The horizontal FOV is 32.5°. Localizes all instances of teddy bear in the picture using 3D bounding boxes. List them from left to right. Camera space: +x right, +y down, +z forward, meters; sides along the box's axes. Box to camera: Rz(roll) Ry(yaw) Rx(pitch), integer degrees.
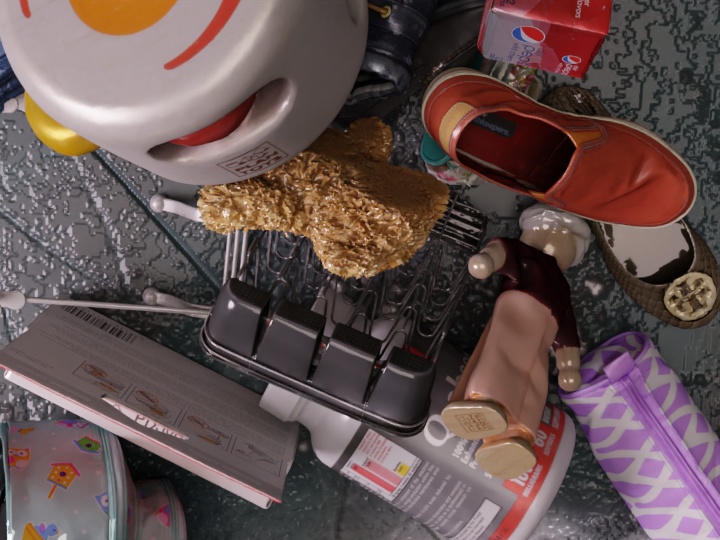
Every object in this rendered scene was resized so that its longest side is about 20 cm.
[{"bbox_3d":[-0.041,-0.060,0.772,0.198,0.145,0.067,24,125,9],"label":"teddy bear"}]

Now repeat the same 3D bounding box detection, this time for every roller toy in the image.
[{"bbox_3d":[-0.093,-0.143,0.684,0.181,0.140,0.202,23,88,20],"label":"roller toy"}]

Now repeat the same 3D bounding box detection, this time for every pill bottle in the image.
[{"bbox_3d":[0.037,0.102,0.848,0.199,0.116,0.117,30,98,-2],"label":"pill bottle"}]

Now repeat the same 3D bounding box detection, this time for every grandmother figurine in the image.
[{"bbox_3d":[0.107,0.028,0.812,0.060,0.201,0.122,-7,131,34],"label":"grandmother figurine"}]

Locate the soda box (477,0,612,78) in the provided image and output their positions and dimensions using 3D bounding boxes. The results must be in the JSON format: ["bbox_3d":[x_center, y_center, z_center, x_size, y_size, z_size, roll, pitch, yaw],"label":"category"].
[{"bbox_3d":[0.120,-0.220,0.720,0.069,0.063,0.203,11,76,0],"label":"soda box"}]

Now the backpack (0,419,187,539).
[{"bbox_3d":[-0.194,0.201,0.841,0.151,0.176,0.203,-6,102,-14],"label":"backpack"}]

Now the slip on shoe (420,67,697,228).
[{"bbox_3d":[0.131,-0.068,0.791,0.198,0.061,0.075,20,119,-20],"label":"slip on shoe"}]

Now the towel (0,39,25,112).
[{"bbox_3d":[-0.254,-0.194,0.787,0.111,0.049,0.200,-37,66,-13],"label":"towel"}]

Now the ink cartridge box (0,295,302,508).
[{"bbox_3d":[-0.139,0.096,0.820,0.198,0.176,0.045,27,101,-3],"label":"ink cartridge box"}]

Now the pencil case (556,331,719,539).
[{"bbox_3d":[0.219,0.139,0.870,0.084,0.086,0.201,-37,96,4],"label":"pencil case"}]

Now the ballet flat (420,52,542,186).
[{"bbox_3d":[0.104,-0.149,0.842,0.063,0.076,0.202,17,105,-33],"label":"ballet flat"}]

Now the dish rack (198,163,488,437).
[{"bbox_3d":[0.000,0.000,0.809,0.152,0.201,0.055,23,132,3],"label":"dish rack"}]

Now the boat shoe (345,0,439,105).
[{"bbox_3d":[-0.041,-0.160,0.780,0.199,0.071,0.092,9,75,39],"label":"boat shoe"}]

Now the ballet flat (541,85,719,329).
[{"bbox_3d":[0.188,-0.042,0.859,0.067,0.046,0.201,-32,97,6],"label":"ballet flat"}]

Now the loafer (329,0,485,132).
[{"bbox_3d":[0.048,-0.141,0.813,0.198,0.073,0.073,-17,107,35],"label":"loafer"}]

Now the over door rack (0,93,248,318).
[{"bbox_3d":[-0.159,-0.044,0.845,0.197,0.067,0.150,3,100,-21],"label":"over door rack"}]
